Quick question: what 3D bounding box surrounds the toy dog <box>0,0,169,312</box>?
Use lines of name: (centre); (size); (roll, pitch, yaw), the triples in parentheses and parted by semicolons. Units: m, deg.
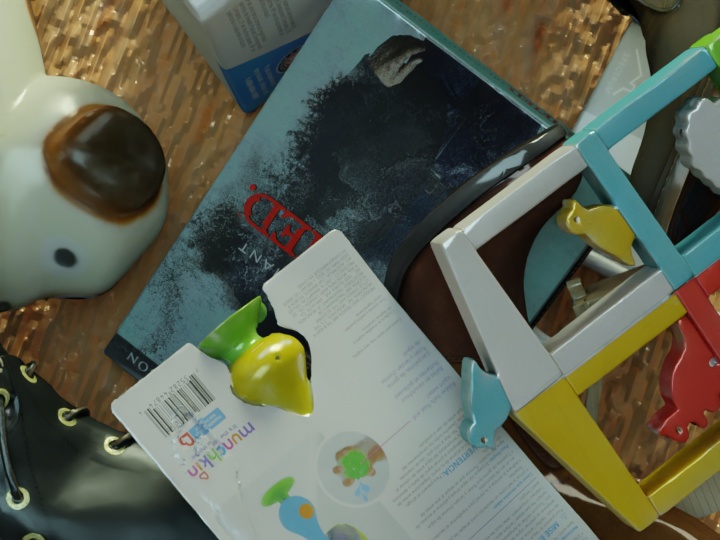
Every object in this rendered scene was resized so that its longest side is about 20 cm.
toy dog: (-0.168, -0.068, 0.875); (0.200, 0.140, 0.194); (47, 55, 9)

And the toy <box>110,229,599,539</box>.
toy: (0.010, 0.097, 0.763); (0.115, 0.047, 0.200); (-38, 89, -27)

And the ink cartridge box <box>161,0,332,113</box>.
ink cartridge box: (0.000, -0.172, 0.863); (0.200, 0.145, 0.085); (-36, 79, -3)

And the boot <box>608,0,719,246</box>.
boot: (0.117, -0.105, 0.826); (0.097, 0.075, 0.201); (15, 75, 21)

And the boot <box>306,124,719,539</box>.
boot: (0.083, 0.068, 0.798); (0.200, 0.068, 0.189); (40, 107, 8)

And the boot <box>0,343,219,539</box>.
boot: (-0.099, 0.063, 0.795); (0.153, 0.073, 0.205); (-7, 89, -11)

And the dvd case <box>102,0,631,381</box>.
dvd case: (0.000, 0.000, 0.861); (0.146, 0.022, 0.200); (38, 110, 7)

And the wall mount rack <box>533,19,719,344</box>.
wall mount rack: (0.149, -0.044, 0.872); (0.173, 0.075, 0.201); (27, 84, 7)

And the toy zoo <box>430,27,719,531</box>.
toy zoo: (0.117, 0.002, 0.759); (0.200, 0.020, 0.131); (-37, 100, -6)

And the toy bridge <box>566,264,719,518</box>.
toy bridge: (0.124, 0.093, 0.846); (0.067, 0.027, 0.201); (-21, 101, 14)
